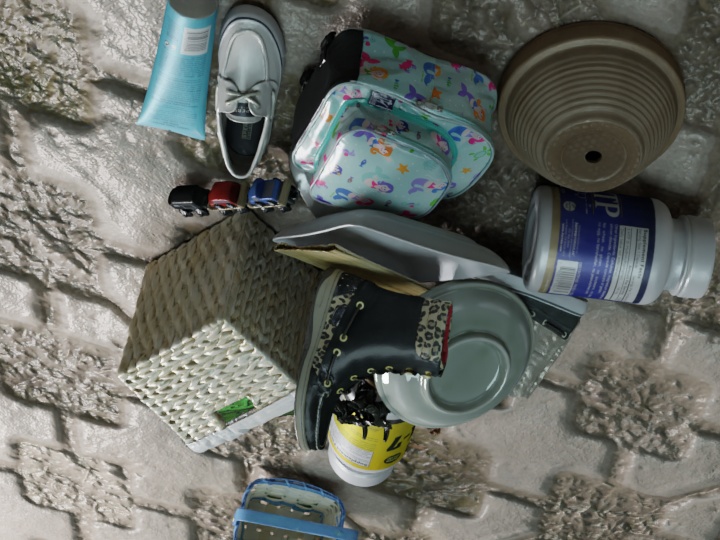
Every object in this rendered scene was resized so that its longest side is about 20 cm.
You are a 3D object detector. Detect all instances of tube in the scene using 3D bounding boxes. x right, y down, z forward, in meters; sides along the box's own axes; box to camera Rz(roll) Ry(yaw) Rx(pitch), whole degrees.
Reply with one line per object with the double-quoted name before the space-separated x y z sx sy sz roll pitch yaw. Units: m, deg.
"tube" -0.187 -0.210 1.421 0.076 0.051 0.201 16 141 -5

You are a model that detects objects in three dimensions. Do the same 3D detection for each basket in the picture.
"basket" -0.162 0.073 1.608 0.197 0.202 0.161 -27 127 30
"basket" -0.106 0.372 1.953 0.174 0.141 0.200 15 167 -10

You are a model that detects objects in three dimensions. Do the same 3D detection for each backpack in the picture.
"backpack" 0.041 -0.142 1.396 0.197 0.153 0.178 10 151 -18

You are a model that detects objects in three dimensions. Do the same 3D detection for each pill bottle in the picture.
"pill bottle" 0.018 0.192 1.776 0.112 0.116 0.201 10 141 -5
"pill bottle" 0.286 -0.025 1.512 0.197 0.121 0.121 7 138 -2

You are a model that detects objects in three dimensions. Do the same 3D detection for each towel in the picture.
"towel" 0.161 0.066 1.651 0.199 0.035 0.133 31 101 -23

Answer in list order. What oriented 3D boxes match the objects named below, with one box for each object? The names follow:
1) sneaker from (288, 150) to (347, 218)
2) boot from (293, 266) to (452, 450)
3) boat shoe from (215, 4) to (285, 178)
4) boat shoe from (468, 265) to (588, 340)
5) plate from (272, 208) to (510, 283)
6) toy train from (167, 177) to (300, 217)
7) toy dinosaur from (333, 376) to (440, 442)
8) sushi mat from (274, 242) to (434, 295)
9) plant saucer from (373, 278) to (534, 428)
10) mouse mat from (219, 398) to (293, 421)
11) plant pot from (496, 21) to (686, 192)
"sneaker" -0.006 -0.082 1.528 0.084 0.073 0.200 -27 136 16
"boot" 0.013 0.110 1.477 0.151 0.073 0.207 11 98 10
"boat shoe" -0.122 -0.183 1.424 0.071 0.066 0.201 10 138 -4
"boat shoe" 0.179 0.030 1.585 0.198 0.069 0.057 20 100 -23
"plate" 0.031 -0.028 1.456 0.198 0.033 0.199 16 170 -27
"toy train" -0.145 -0.083 1.507 0.198 0.035 0.046 -1 158 42
"toy dinosaur" 0.030 0.126 1.625 0.199 0.136 0.102 38 156 -2
"sushi mat" 0.000 0.000 1.515 0.095 0.012 0.199 5 168 41
"plant saucer" 0.115 0.107 1.546 0.197 0.050 0.203 -10 123 -15
"mouse mat" -0.127 0.174 1.782 0.197 0.008 0.161 -8 159 -8
"plant pot" 0.240 -0.149 1.404 0.197 0.094 0.202 2 138 2
